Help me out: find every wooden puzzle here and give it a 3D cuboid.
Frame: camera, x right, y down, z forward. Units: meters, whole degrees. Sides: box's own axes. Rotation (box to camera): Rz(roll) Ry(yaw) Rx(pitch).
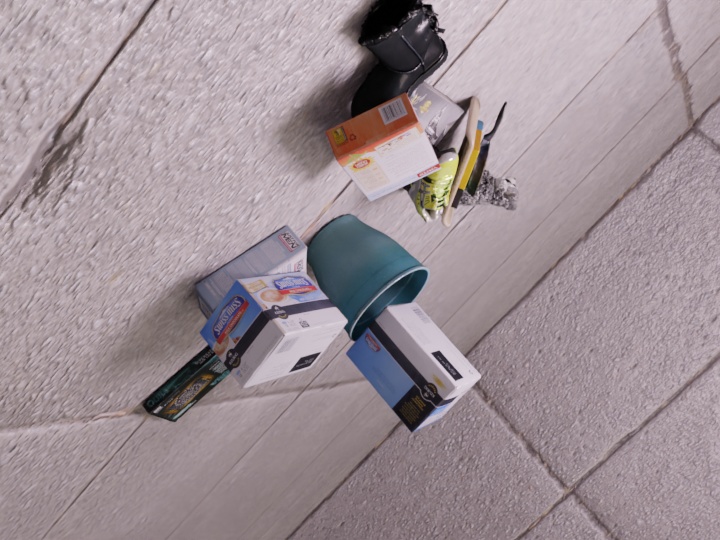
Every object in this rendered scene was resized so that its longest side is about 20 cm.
[{"bbox_3d":[0.200,-0.208,1.578,0.185,0.037,0.201,-71,175,-54],"label":"wooden puzzle"}]

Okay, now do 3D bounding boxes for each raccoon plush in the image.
[{"bbox_3d":[0.267,-0.150,1.865,0.200,0.134,0.097,-46,161,10],"label":"raccoon plush"}]

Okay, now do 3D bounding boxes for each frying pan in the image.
[{"bbox_3d":[0.238,-0.224,1.589,0.191,0.031,0.115,104,1,-51],"label":"frying pan"}]

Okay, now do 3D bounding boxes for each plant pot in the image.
[{"bbox_3d":[0.000,0.000,1.589,0.200,0.188,0.200,-36,160,-15],"label":"plant pot"}]

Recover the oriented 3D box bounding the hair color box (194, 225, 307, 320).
[{"bbox_3d":[-0.190,0.015,1.450,0.199,0.061,0.099,-34,159,-20],"label":"hair color box"}]

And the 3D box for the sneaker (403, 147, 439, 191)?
[{"bbox_3d":[0.123,-0.185,1.596,0.087,0.076,0.200,-35,167,-1],"label":"sneaker"}]

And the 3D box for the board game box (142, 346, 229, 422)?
[{"bbox_3d":[-0.332,0.223,1.655,0.200,0.028,0.135,-41,161,-5],"label":"board game box"}]

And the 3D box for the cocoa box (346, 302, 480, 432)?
[{"bbox_3d":[0.099,0.179,1.549,0.131,0.200,0.133,-49,160,21],"label":"cocoa box"}]

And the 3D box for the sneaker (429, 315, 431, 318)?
[{"bbox_3d":[0.190,0.231,2.577,0.078,0.090,0.200,-28,157,-33],"label":"sneaker"}]

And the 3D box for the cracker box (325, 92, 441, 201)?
[{"bbox_3d":[0.041,-0.187,1.281,0.133,0.058,0.200,-24,161,8],"label":"cracker box"}]

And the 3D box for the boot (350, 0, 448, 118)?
[{"bbox_3d":[0.040,-0.309,1.200,0.198,0.073,0.162,-42,157,8],"label":"boot"}]

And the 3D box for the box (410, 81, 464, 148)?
[{"bbox_3d":[0.075,-0.247,1.399,0.159,0.048,0.200,-50,155,16],"label":"box"}]

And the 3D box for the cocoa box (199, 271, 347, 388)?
[{"bbox_3d":[-0.147,0.096,1.411,0.134,0.131,0.200,-51,159,24],"label":"cocoa box"}]

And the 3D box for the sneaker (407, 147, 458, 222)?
[{"bbox_3d":[0.142,-0.156,1.486,0.075,0.077,0.200,-18,164,-12],"label":"sneaker"}]
